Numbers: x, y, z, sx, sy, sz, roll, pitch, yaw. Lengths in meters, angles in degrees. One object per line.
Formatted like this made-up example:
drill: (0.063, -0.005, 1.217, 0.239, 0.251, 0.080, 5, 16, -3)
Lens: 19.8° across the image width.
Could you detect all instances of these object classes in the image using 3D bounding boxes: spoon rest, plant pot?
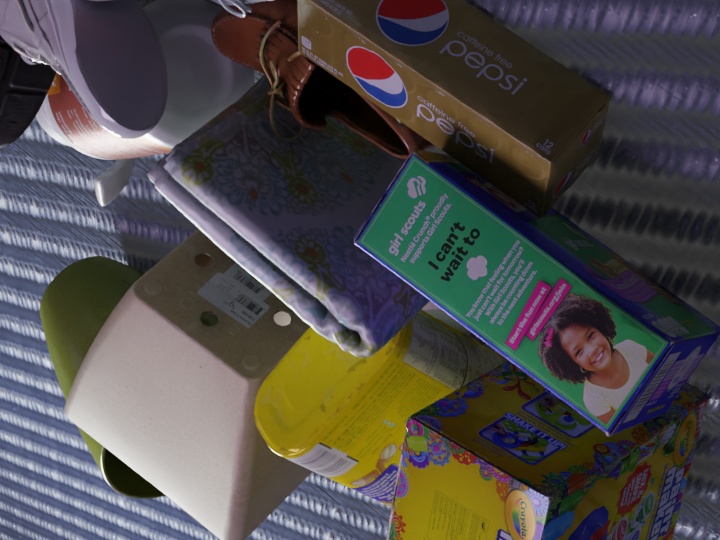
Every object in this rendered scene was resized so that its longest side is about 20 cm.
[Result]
spoon rest: (-0.256, -0.145, 1.778, 0.200, 0.061, 0.099, 49, 159, 21)
plant pot: (-0.214, 0.080, 1.956, 0.200, 0.187, 0.187, 46, 162, 35)
plant pot: (-0.107, 0.067, 1.734, 0.200, 0.200, 0.177, 36, 143, 17)

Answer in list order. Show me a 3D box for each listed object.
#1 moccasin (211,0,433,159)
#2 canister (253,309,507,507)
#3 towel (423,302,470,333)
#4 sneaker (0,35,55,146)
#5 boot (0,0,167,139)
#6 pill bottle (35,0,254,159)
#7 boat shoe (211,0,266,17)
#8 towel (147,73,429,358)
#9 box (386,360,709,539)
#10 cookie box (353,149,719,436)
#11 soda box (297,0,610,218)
moccasin: (-0.026, -0.127, 1.393, 0.201, 0.078, 0.074, 31, 154, 27)
canister: (0.036, 0.103, 1.512, 0.200, 0.149, 0.087, 31, -164, -44)
towel: (0.000, 0.000, 1.552, 0.200, 0.023, 0.152, 29, 162, -23)
sneaker: (-0.269, -0.190, 1.565, 0.076, 0.201, 0.115, 10, 178, -16)
boot: (-0.203, -0.165, 1.447, 0.096, 0.073, 0.200, -41, 65, 48)
pill bottle: (-0.172, -0.141, 1.560, 0.112, 0.112, 0.200, 52, 155, -20)
boat shoe: (-0.068, -0.208, 1.338, 0.074, 0.065, 0.202, 51, 156, -16)
towel: (-0.028, -0.043, 1.426, 0.200, 0.171, 0.048, 40, 132, 6)
box: (0.123, 0.174, 1.436, 0.122, 0.192, 0.200, 28, 126, 31)
cookie box: (0.115, 0.011, 1.307, 0.200, 0.075, 0.171, 36, -168, 15)
soda box: (0.056, -0.123, 1.288, 0.200, 0.064, 0.068, 35, 156, 17)
